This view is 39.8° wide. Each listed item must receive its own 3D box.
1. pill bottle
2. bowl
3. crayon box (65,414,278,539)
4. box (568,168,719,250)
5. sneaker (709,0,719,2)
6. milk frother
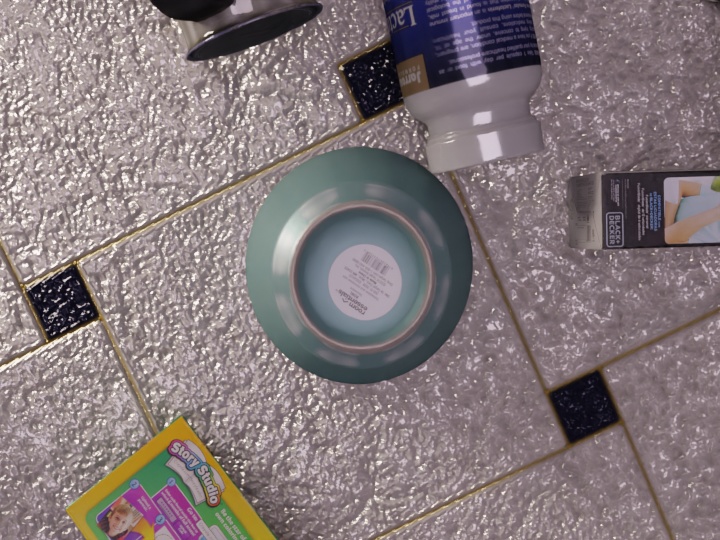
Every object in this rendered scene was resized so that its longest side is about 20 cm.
[{"bbox_3d":[0.081,-0.185,0.787,0.114,0.116,0.204,-12,94,0],"label":"pill bottle"},{"bbox_3d":[0.000,0.000,0.806,0.197,0.105,0.205,0,94,-1],"label":"bowl"},{"bbox_3d":[-0.129,0.233,0.799,0.118,0.058,0.200,-37,73,-16],"label":"crayon box"},{"bbox_3d":[0.277,-0.050,0.804,0.196,0.117,0.061,-1,93,0],"label":"box"},{"bbox_3d":[0.259,-0.305,0.794,0.075,0.088,0.201,-35,95,2],"label":"sneaker"},{"bbox_3d":[-0.161,-0.256,0.781,0.198,0.179,0.191,-16,96,43],"label":"milk frother"}]
